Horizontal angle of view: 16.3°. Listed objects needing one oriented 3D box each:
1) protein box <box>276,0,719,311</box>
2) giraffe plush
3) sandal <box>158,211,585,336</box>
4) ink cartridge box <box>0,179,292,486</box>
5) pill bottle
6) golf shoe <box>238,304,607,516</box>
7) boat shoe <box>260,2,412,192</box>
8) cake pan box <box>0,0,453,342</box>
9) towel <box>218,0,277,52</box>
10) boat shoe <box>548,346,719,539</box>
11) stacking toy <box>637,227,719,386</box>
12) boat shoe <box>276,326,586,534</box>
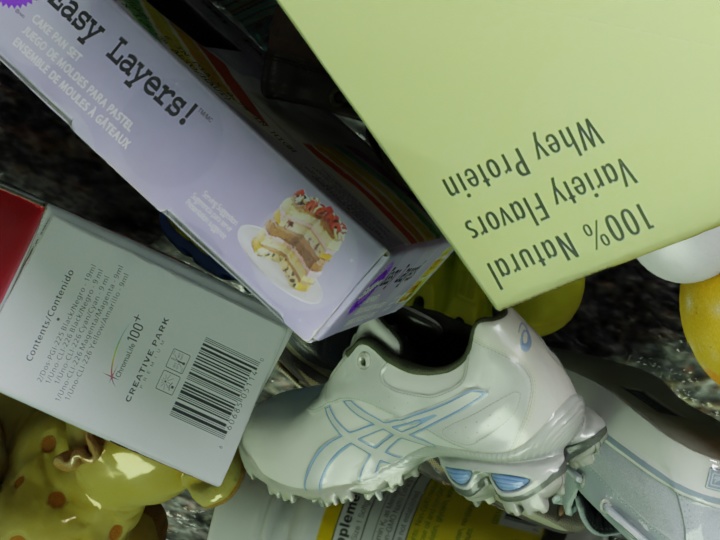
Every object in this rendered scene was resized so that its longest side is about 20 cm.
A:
[{"bbox_3d":[0.084,-0.129,0.785,0.198,0.135,0.200,-22,113,36],"label":"protein box"},{"bbox_3d":[-0.137,0.095,1.329,0.172,0.200,0.162,41,112,-11],"label":"giraffe plush"},{"bbox_3d":[0.000,0.000,1.158,0.199,0.080,0.087,20,152,4],"label":"sandal"},{"bbox_3d":[-0.154,0.008,1.149,0.175,0.084,0.200,27,178,-26],"label":"ink cartridge box"},{"bbox_3d":[0.025,0.160,1.347,0.199,0.115,0.115,12,147,15],"label":"pill bottle"},{"bbox_3d":[0.015,0.050,1.122,0.199,0.078,0.098,-6,119,41],"label":"golf shoe"},{"bbox_3d":[0.030,-0.062,1.007,0.200,0.065,0.073,27,179,-41],"label":"boat shoe"},{"bbox_3d":[-0.058,-0.058,0.980,0.200,0.052,0.184,42,-172,8],"label":"cake pan box"},{"bbox_3d":[-0.037,-0.157,0.993,0.146,0.022,0.200,-10,137,41],"label":"towel"},{"bbox_3d":[0.113,0.085,1.137,0.070,0.072,0.201,12,-170,-23],"label":"boat shoe"},{"bbox_3d":[0.174,0.015,1.000,0.200,0.147,0.146,35,146,-26],"label":"stacking toy"},{"bbox_3d":[0.035,0.061,1.243,0.200,0.075,0.073,38,156,-10],"label":"boat shoe"}]
